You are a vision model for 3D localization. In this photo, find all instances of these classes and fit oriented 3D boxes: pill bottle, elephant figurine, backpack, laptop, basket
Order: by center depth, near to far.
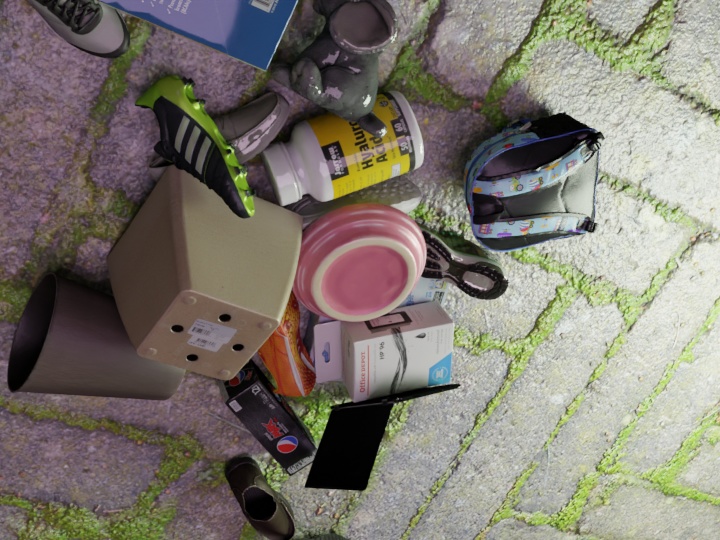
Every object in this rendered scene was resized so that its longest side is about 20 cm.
[{"bbox_3d":[-0.014,-0.298,1.116,0.155,0.141,0.200,20,102,-46],"label":"elephant figurine"},{"bbox_3d":[-0.026,-0.157,1.205,0.200,0.111,0.112,-21,124,-9],"label":"pill bottle"},{"bbox_3d":[-0.344,0.102,1.220,0.200,0.136,0.180,16,125,-33],"label":"basket"},{"bbox_3d":[0.234,-0.125,1.311,0.199,0.135,0.183,-15,123,-14],"label":"backpack"},{"bbox_3d":[0.032,0.251,1.381,0.200,0.187,0.116,-8,84,-32],"label":"laptop"}]

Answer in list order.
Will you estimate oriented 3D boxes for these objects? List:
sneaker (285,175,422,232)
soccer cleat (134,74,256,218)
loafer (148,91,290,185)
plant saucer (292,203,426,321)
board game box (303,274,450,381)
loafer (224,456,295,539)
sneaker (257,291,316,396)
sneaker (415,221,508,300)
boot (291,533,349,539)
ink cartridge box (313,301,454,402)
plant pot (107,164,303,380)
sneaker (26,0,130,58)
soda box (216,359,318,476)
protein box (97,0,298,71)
[{"bbox_3d":[-0.009,-0.077,1.289,0.199,0.076,0.081,-14,131,-4],"label":"sneaker"},{"bbox_3d":[-0.199,-0.143,1.111,0.081,0.068,0.200,-31,91,9],"label":"soccer cleat"},{"bbox_3d":[-0.180,-0.166,1.163,0.200,0.070,0.070,-37,133,3],"label":"loafer"},{"bbox_3d":[0.000,0.000,1.272,0.200,0.051,0.201,-9,130,-11],"label":"plant saucer"},{"bbox_3d":[0.020,0.080,1.401,0.199,0.043,0.200,4,117,-24],"label":"board game box"},{"bbox_3d":[-0.163,0.395,1.495,0.073,0.071,0.200,-31,125,-2],"label":"loafer"},{"bbox_3d":[-0.124,0.099,1.335,0.077,0.073,0.201,-3,109,22],"label":"sneaker"},{"bbox_3d":[0.131,-0.029,1.370,0.200,0.089,0.077,28,125,-8],"label":"sneaker"},{"bbox_3d":[-0.103,0.529,1.612,0.138,0.078,0.200,-39,138,28],"label":"boot"},{"bbox_3d":[0.035,0.126,1.366,0.199,0.068,0.116,-10,122,-15],"label":"ink cartridge box"},{"bbox_3d":[-0.199,0.022,1.167,0.199,0.177,0.200,22,129,-30],"label":"plant pot"},{"bbox_3d":[-0.341,-0.308,1.013,0.074,0.079,0.200,-44,126,5],"label":"sneaker"},{"bbox_3d":[-0.140,0.228,1.407,0.063,0.071,0.200,-34,125,-2],"label":"soda box"},{"bbox_3d":[-0.168,-0.365,1.012,0.200,0.135,0.199,17,111,-29],"label":"protein box"}]
